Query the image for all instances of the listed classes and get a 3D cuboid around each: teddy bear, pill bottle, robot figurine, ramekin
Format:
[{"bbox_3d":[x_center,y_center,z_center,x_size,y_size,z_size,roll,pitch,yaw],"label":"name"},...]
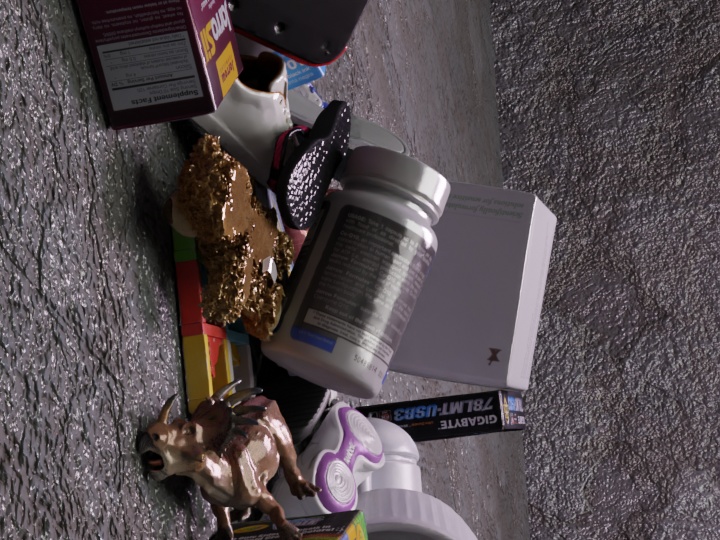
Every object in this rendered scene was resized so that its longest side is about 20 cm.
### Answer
[{"bbox_3d":[-0.106,-0.022,1.258,0.200,0.066,0.146,37,56,-70],"label":"teddy bear"},{"bbox_3d":[0.000,0.000,1.366,0.201,0.113,0.114,-67,160,-13],"label":"pill bottle"},{"bbox_3d":[0.007,0.236,1.577,0.170,0.112,0.201,78,7,-73],"label":"robot figurine"},{"bbox_3d":[0.029,0.302,1.459,0.098,0.199,0.202,-89,168,-70],"label":"ramekin"}]

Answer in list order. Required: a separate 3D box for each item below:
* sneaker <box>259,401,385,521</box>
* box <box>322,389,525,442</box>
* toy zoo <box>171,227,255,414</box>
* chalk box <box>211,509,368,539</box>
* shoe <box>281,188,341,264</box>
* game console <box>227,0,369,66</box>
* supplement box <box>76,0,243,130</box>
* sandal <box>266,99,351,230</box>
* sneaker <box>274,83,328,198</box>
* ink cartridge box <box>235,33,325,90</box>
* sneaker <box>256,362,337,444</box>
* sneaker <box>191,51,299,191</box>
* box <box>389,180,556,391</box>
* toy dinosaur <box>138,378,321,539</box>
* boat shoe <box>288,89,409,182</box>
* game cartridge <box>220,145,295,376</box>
[{"bbox_3d":[-0.040,0.185,1.435,0.075,0.099,0.200,54,22,-4],"label":"sneaker"},{"bbox_3d":[0.075,0.166,1.743,0.200,0.197,0.050,23,59,-77],"label":"box"},{"bbox_3d":[-0.121,0.052,1.312,0.131,0.020,0.202,30,53,-75],"label":"toy zoo"},{"bbox_3d":[-0.056,0.267,1.230,0.200,0.124,0.125,-23,105,-77],"label":"chalk box"},{"bbox_3d":[-0.048,-0.067,1.616,0.200,0.071,0.092,-62,148,-63],"label":"shoe"},{"bbox_3d":[-0.061,-0.272,1.269,0.199,0.031,0.178,20,100,-39],"label":"game console"},{"bbox_3d":[-0.158,-0.220,1.157,0.111,0.085,0.201,-74,154,-64],"label":"supplement box"},{"bbox_3d":[-0.049,-0.092,1.329,0.200,0.045,0.076,-64,161,-63],"label":"sandal"},{"bbox_3d":[-0.068,-0.165,1.545,0.075,0.087,0.201,54,30,-69],"label":"sneaker"},{"bbox_3d":[-0.106,-0.271,1.360,0.147,0.085,0.200,-86,153,-43],"label":"ink cartridge box"},{"bbox_3d":[-0.048,0.111,1.492,0.201,0.074,0.089,-81,157,-54],"label":"sneaker"},{"bbox_3d":[-0.078,-0.131,1.343,0.200,0.084,0.073,39,19,-49],"label":"sneaker"},{"bbox_3d":[0.087,0.014,1.640,0.171,0.198,0.202,19,80,-75],"label":"box"},{"bbox_3d":[-0.091,0.135,1.216,0.200,0.085,0.136,-53,129,-72],"label":"toy dinosaur"},{"bbox_3d":[-0.054,-0.126,1.451,0.061,0.199,0.076,-60,-169,25],"label":"boat shoe"},{"bbox_3d":[-0.086,-0.019,1.435,0.134,0.040,0.201,-108,-177,-55],"label":"game cartridge"}]
